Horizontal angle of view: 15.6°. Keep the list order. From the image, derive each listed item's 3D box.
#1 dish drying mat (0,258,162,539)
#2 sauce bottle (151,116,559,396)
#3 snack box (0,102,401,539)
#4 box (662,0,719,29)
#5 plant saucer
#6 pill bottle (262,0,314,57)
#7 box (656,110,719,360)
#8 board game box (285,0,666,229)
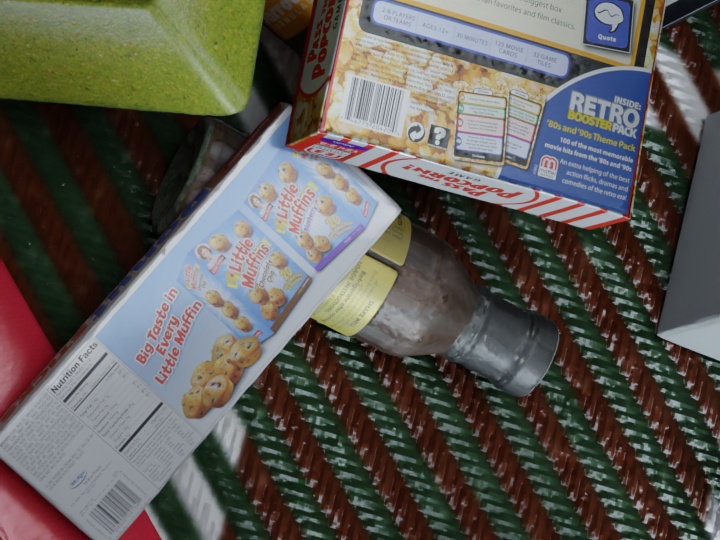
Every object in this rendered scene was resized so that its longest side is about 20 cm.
[{"bbox_3d":[-0.143,0.097,1.169,0.077,0.018,0.201,-31,94,-26],"label":"dish drying mat"},{"bbox_3d":[0.000,0.000,1.224,0.199,0.065,0.065,29,70,-17],"label":"sauce bottle"},{"bbox_3d":[-0.073,0.024,1.159,0.072,0.024,0.200,42,84,-13],"label":"snack box"},{"bbox_3d":[0.230,-0.200,1.286,0.141,0.200,0.079,-25,91,-26],"label":"box"},{"bbox_3d":[-0.134,-0.176,1.144,0.198,0.048,0.201,5,76,15],"label":"plant saucer"},{"bbox_3d":[0.008,-0.143,1.224,0.200,0.116,0.117,38,68,-13],"label":"pill bottle"},{"bbox_3d":[0.267,0.002,1.324,0.199,0.097,0.125,21,73,-20],"label":"box"},{"bbox_3d":[0.061,-0.134,1.155,0.151,0.046,0.201,15,79,-19],"label":"board game box"}]
